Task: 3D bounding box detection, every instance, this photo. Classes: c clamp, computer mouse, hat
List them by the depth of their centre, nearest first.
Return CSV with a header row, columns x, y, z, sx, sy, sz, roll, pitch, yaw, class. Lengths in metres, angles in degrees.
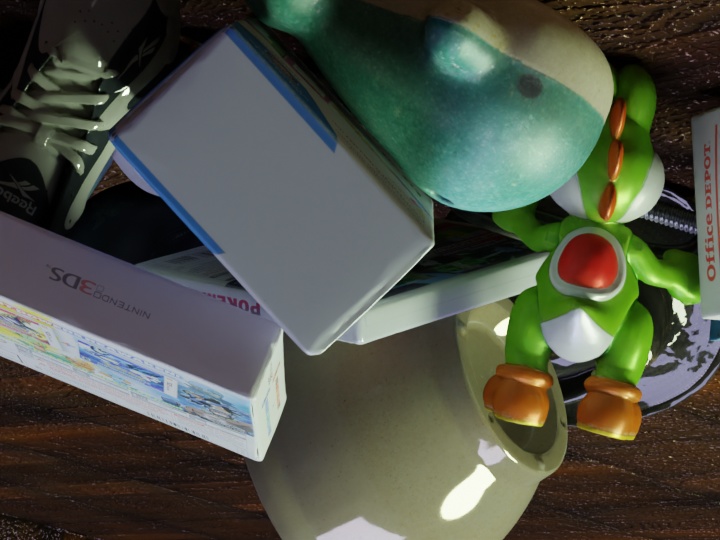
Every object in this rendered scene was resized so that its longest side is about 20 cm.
x,y,z,sx,sy,sz,roll,pitch,yaw,class
0.154,-0.031,1.586,0.199,0.027,0.171,16,-155,13,c clamp
-0.111,-0.036,1.658,0.138,0.053,0.199,18,-152,37,computer mouse
0.134,0.032,1.660,0.199,0.202,0.081,8,-155,2,hat

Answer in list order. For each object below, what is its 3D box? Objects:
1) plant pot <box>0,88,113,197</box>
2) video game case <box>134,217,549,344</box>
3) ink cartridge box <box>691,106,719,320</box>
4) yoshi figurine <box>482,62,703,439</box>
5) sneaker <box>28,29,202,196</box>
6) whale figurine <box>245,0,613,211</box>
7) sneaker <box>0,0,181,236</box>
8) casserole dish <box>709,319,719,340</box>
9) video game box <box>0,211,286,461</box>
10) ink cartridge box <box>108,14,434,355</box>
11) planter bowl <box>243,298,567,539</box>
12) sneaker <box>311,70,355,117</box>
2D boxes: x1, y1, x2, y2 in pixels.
x,y,z,sx,sy,sz,roll,pitch,yaw,class
-0.290,-0.014,1.585,0.196,0.201,0.196,30,164,-10,plant pot
0.000,0.000,1.554,0.181,0.023,0.199,10,-162,42,video game case
0.238,-0.035,1.433,0.067,0.117,0.200,3,170,-28,ink cartridge box
0.126,-0.014,1.476,0.112,0.202,0.112,6,-175,-40,yoshi figurine
-0.103,-0.088,1.546,0.084,0.073,0.200,3,164,33,sneaker
0.025,-0.098,1.350,0.199,0.104,0.159,23,174,-10,whale figurine
-0.162,-0.075,1.412,0.079,0.130,0.199,30,139,-10,sneaker
0.296,0.004,1.616,0.199,0.039,0.121,-13,178,-30,casserole dish
-0.135,0.027,1.354,0.199,0.047,0.182,22,170,4,video game box
-0.039,-0.049,1.339,0.145,0.085,0.200,47,-176,-4,ink cartridge box
0.037,0.086,1.585,0.134,0.201,0.200,-26,150,27,planter bowl
-0.023,-0.082,1.556,0.089,0.079,0.200,31,175,7,sneaker
